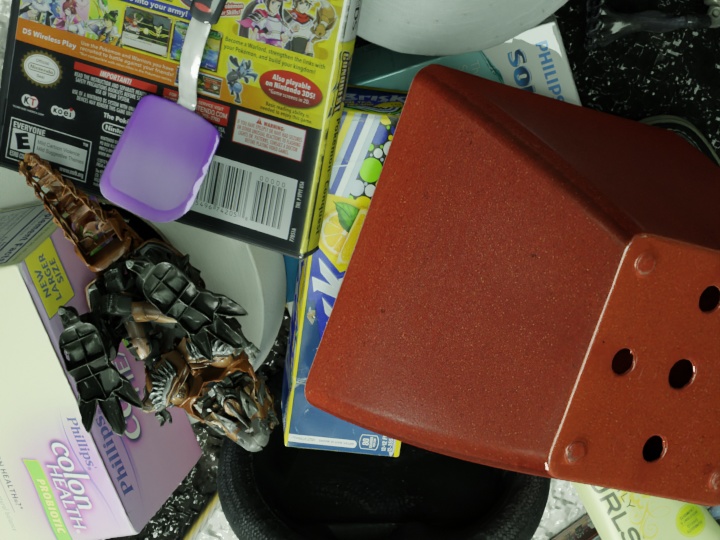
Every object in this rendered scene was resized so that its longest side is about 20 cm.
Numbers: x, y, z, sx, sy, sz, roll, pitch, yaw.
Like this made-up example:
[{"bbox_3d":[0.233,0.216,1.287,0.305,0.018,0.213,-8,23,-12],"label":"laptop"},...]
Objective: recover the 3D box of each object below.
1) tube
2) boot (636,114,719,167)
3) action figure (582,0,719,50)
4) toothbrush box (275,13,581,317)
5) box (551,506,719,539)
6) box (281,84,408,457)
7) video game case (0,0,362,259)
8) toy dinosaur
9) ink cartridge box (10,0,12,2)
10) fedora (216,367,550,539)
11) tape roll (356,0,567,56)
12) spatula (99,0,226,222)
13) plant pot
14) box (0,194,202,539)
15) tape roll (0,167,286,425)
[{"bbox_3d":[0.154,0.114,1.734,0.058,0.052,0.200,-29,94,31],"label":"tube"},{"bbox_3d":[0.205,0.021,1.675,0.073,0.154,0.204,-14,110,2],"label":"boot"},{"bbox_3d":[0.230,-0.157,1.645,0.199,0.102,0.119,2,98,-3],"label":"action figure"},{"bbox_3d":[0.037,-0.060,1.674,0.199,0.085,0.147,-18,109,4],"label":"toothbrush box"},{"bbox_3d":[0.175,0.215,1.802,0.200,0.040,0.137,-36,108,9],"label":"box"},{"bbox_3d":[0.000,0.000,1.613,0.070,0.064,0.201,6,107,-5],"label":"box"},{"bbox_3d":[-0.100,-0.119,1.564,0.199,0.025,0.181,17,110,18],"label":"video game case"},{"bbox_3d":[-0.121,0.025,1.570,0.200,0.136,0.102,30,102,-9],"label":"toy dinosaur"},{"bbox_3d":[-0.113,-0.225,1.608,0.199,0.043,0.199,19,106,-15],"label":"ink cartridge box"},{"bbox_3d":[0.016,0.138,1.723,0.200,0.201,0.092,-9,142,0],"label":"fedora"},{"bbox_3d":[0.043,-0.223,1.583,0.200,0.066,0.201,-7,114,-15],"label":"tape roll"},{"bbox_3d":[-0.086,-0.120,1.531,0.056,0.021,0.201,28,112,19],"label":"spatula"},{"bbox_3d":[0.122,0.026,1.540,0.200,0.176,0.200,12,102,-37],"label":"plant pot"},{"bbox_3d":[-0.222,0.067,1.658,0.199,0.097,0.176,-11,112,29],"label":"box"},{"bbox_3d":[-0.140,-0.002,1.667,0.202,0.037,0.203,10,119,20],"label":"tape roll"}]
